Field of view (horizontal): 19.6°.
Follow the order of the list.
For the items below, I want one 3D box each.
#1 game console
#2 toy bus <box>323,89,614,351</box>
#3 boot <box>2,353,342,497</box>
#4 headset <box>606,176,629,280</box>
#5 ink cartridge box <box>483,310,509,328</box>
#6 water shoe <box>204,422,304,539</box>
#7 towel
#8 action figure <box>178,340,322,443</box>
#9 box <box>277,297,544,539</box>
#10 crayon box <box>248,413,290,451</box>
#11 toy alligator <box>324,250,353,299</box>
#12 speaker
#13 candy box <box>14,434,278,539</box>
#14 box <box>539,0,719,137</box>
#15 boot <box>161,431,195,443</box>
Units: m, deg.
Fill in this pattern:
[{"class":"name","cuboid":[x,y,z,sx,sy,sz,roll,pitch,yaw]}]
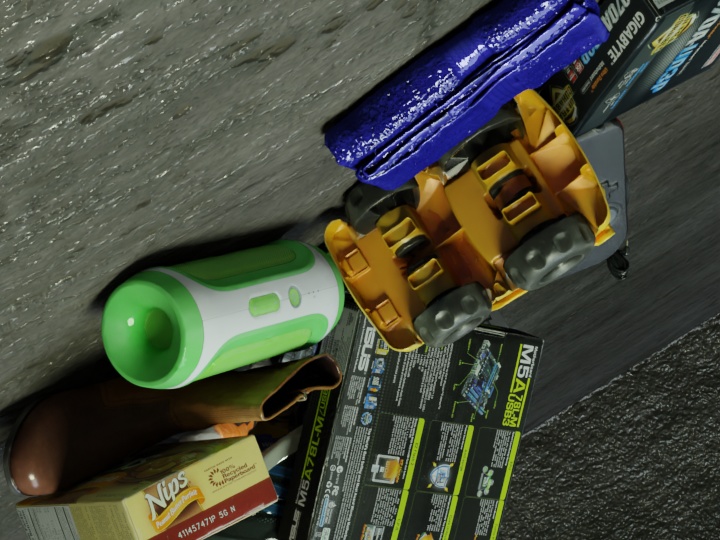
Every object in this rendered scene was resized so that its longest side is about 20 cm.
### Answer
[{"class":"game console","cuboid":[0.127,-0.038,1.719,0.198,0.031,0.177,-22,148,-7]},{"class":"toy bus","cuboid":[0.093,-0.027,1.599,0.199,0.136,0.192,-34,167,7]},{"class":"boot","cuboid":[-0.138,0.113,1.514,0.199,0.069,0.188,-4,-170,39]},{"class":"headset","cuboid":[0.195,-0.051,1.883,0.123,0.094,0.200,-34,157,8]},{"class":"ink cartridge box","cuboid":[0.047,0.071,1.962,0.145,0.084,0.200,-35,174,12]},{"class":"water shoe","cuboid":[-0.067,0.186,1.655,0.199,0.079,0.072,-35,172,-6]},{"class":"towel","cuboid":[0.078,-0.121,1.408,0.199,0.050,0.148,-35,167,10]},{"class":"action figure","cuboid":[-0.090,0.085,1.667,0.194,0.104,0.201,-51,166,-29]},{"class":"box","cuboid":[0.042,0.133,1.648,0.192,0.202,0.047,9,-175,-39]},{"class":"crayon box","cuboid":[-0.044,0.157,1.776,0.124,0.201,0.052,-3,126,2]},{"class":"toy alligator","cuboid":[0.000,0.000,1.696,0.054,0.060,0.200,10,-177,12]},{"class":"speaker","cuboid":[-0.093,0.029,1.472,0.088,0.089,0.199,-40,167,30]},{"class":"candy box","cuboid":[-0.160,0.170,1.529,0.115,0.056,0.199,-23,-175,-31]},{"class":"box","cuboid":[0.232,-0.186,1.560,0.158,0.046,0.200,-28,167,-25]},{"class":"boot","cuboid":[-0.185,0.168,1.763,0.095,0.074,0.200,-27,148,23]}]
